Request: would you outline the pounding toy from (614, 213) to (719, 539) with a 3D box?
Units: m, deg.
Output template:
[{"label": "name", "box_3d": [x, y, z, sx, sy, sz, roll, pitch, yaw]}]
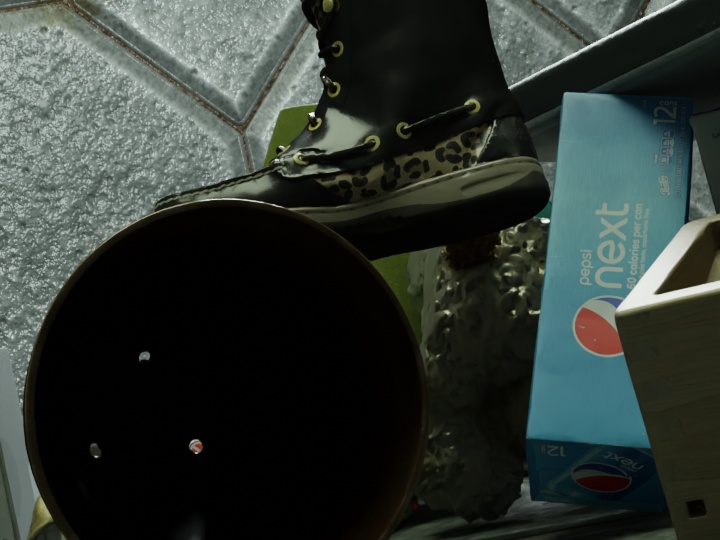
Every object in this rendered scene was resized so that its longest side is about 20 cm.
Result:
[{"label": "pounding toy", "box_3d": [0.229, 0.038, 0.928, 0.183, 0.143, 0.200, -14, 9, 22]}]

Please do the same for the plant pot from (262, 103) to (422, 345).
[{"label": "plant pot", "box_3d": [0.000, 0.000, 1.368, 0.185, 0.202, 0.187, -3, 1, 0]}]

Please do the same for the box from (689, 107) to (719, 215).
[{"label": "box", "box_3d": [0.268, -0.006, 1.151, 0.104, 0.186, 0.200, -16, -2, 27]}]

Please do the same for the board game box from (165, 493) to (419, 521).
[{"label": "board game box", "box_3d": [-0.034, 0.135, 1.271, 0.101, 0.048, 0.200, -13, -1, 10]}]

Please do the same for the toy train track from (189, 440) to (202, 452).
[{"label": "toy train track", "box_3d": [-0.038, 0.122, 1.417, 0.198, 0.033, 0.115, -9, -31, 7]}]

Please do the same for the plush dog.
[{"label": "plush dog", "box_3d": [0.118, 0.028, 1.210, 0.170, 0.201, 0.161, 10, -40, -7]}]

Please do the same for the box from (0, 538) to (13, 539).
[{"label": "box", "box_3d": [-0.293, 0.191, 1.227, 0.198, 0.050, 0.158, -12, -2, -20]}]

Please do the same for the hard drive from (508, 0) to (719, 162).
[{"label": "hard drive", "box_3d": [0.168, -0.101, 1.171, 0.139, 0.033, 0.199, -1, -15, -38]}]

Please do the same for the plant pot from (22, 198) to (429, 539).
[{"label": "plant pot", "box_3d": [-0.087, 0.070, 1.088, 0.185, 0.189, 0.200, -12, -1, -18]}]

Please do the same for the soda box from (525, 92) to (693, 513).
[{"label": "soda box", "box_3d": [0.123, 0.012, 1.089, 0.067, 0.201, 0.064, 4, -33, 9]}]

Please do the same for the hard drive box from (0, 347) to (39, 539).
[{"label": "hard drive box", "box_3d": [-0.312, 0.146, 1.435, 0.198, 0.157, 0.077, -12, -2, 5]}]

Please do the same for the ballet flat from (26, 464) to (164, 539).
[{"label": "ballet flat", "box_3d": [-0.151, 0.151, 1.269, 0.070, 0.071, 0.200, -12, -6, -21]}]

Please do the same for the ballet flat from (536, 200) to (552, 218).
[{"label": "ballet flat", "box_3d": [0.125, 0.020, 1.369, 0.062, 0.200, 0.068, -27, 27, 48]}]

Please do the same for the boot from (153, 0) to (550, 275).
[{"label": "boot", "box_3d": [-0.014, -0.083, 1.125, 0.198, 0.152, 0.073, -10, -18, 3]}]
